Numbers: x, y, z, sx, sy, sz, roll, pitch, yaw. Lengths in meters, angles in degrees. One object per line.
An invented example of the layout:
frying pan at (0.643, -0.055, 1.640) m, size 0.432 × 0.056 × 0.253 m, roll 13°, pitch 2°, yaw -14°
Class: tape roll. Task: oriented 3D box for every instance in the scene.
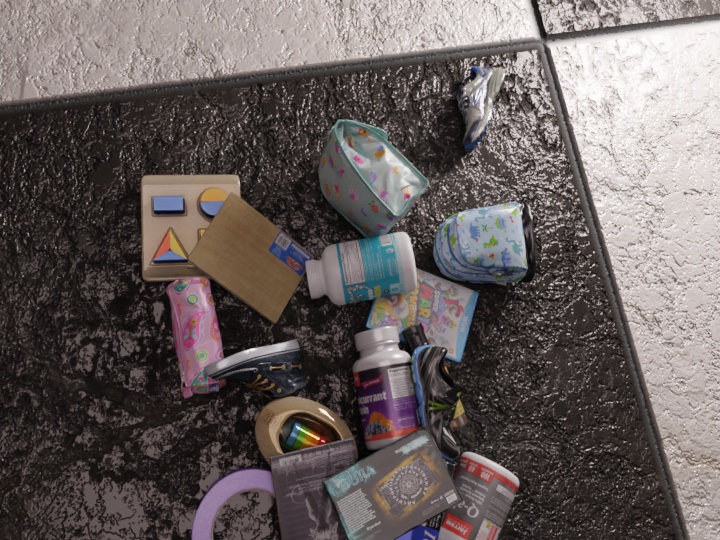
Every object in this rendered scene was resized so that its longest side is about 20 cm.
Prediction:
tape roll at (-0.184, 0.439, 1.161) m, size 0.195 × 0.066 × 0.206 m, roll 3°, pitch 76°, yaw -11°

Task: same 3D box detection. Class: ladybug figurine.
ladybug figurine at (-0.099, 0.300, 1.203) m, size 0.198 × 0.072 × 0.137 m, roll 32°, pitch 68°, yaw -3°

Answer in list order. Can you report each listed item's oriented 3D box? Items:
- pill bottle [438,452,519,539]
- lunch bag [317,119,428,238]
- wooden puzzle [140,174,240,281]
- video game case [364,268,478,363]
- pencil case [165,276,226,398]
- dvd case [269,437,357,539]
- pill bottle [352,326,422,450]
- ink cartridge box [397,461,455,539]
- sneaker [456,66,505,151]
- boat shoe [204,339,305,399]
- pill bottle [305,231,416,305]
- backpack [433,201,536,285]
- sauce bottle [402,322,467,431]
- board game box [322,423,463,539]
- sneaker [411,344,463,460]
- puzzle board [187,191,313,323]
pill bottle at (0.192, 0.436, 1.209) m, size 0.114 × 0.116 × 0.203 m, roll 29°, pitch 73°, yaw -3°
lunch bag at (0.009, -0.171, 1.283) m, size 0.200 × 0.171 × 0.122 m, roll 45°, pitch 68°, yaw 3°
wooden puzzle at (-0.310, -0.084, 1.264) m, size 0.180 × 0.046 × 0.205 m, roll -2°, pitch 78°, yaw -11°
video game case at (0.120, 0.076, 1.328) m, size 0.196 × 0.018 × 0.146 m, roll 21°, pitch 74°, yaw -6°
pencil case at (-0.288, 0.116, 1.203) m, size 0.085 × 0.087 × 0.205 m, roll -9°, pitch 79°, yaw -13°
dvd case at (-0.065, 0.396, 1.146) m, size 0.145 × 0.016 × 0.205 m, roll -9°, pitch 86°, yaw -16°
pill bottle at (0.045, 0.209, 1.234) m, size 0.109 × 0.111 × 0.205 m, roll -8°, pitch 79°, yaw -13°
ink cartridge box at (0.090, 0.416, 1.166) m, size 0.092 × 0.044 × 0.204 m, roll 19°, pitch 72°, yaw -7°
sneaker at (0.232, -0.337, 1.424) m, size 0.083 × 0.077 × 0.204 m, roll 19°, pitch 67°, yaw 4°
boat shoe at (-0.172, 0.181, 1.183) m, size 0.198 × 0.070 × 0.093 m, roll -9°, pitch 80°, yaw -47°
pill bottle at (0.000, 0.000, 1.265) m, size 0.195 × 0.111 × 0.114 m, roll -10°, pitch 79°, yaw -1°
backpack at (0.237, -0.052, 1.328) m, size 0.194 × 0.154 × 0.168 m, roll -3°, pitch 84°, yaw 1°
sauce bottle at (0.133, 0.197, 1.274) m, size 0.064 × 0.065 × 0.204 m, roll -22°, pitch 85°, yaw -15°
board game box at (0.052, 0.361, 1.131) m, size 0.197 × 0.028 × 0.137 m, roll -26°, pitch 78°, yaw -8°
sneaker at (0.143, 0.230, 1.203) m, size 0.081 × 0.071 × 0.205 m, roll -13°, pitch 86°, yaw 16°
puzzle board at (-0.198, -0.022, 1.263) m, size 0.199 × 0.017 × 0.153 m, roll 38°, pitch 67°, yaw -19°
